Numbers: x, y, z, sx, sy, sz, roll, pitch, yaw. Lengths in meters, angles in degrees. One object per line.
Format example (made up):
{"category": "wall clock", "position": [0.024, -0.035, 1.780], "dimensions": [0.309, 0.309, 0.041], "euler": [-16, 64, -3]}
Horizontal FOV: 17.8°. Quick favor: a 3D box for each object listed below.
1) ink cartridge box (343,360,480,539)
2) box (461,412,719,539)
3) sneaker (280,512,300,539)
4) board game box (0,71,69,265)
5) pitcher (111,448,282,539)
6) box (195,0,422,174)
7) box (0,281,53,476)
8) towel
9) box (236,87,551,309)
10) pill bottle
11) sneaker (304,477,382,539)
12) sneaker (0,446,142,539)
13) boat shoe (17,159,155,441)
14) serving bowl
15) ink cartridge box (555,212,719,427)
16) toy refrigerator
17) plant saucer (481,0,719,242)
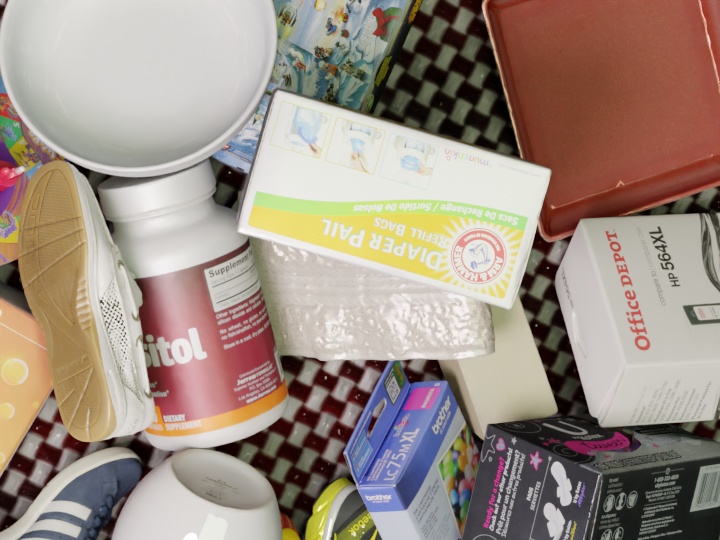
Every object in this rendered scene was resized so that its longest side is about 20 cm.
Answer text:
{"category": "ink cartridge box", "position": [0.056, 0.173, 1.757], "dimensions": [0.200, 0.042, 0.119], "euler": [63, 37, -29]}
{"category": "box", "position": [0.181, 0.185, 1.764], "dimensions": [0.200, 0.114, 0.133], "euler": [-2, 108, -51]}
{"category": "sneaker", "position": [-0.119, 0.269, 1.768], "dimensions": [0.073, 0.077, 0.200], "euler": [33, 92, -19]}
{"category": "board game box", "position": [-0.275, -0.104, 1.633], "dimensions": [0.200, 0.039, 0.158], "euler": [56, 46, -17]}
{"category": "pitcher", "position": [-0.108, 0.244, 1.683], "dimensions": [0.171, 0.121, 0.201], "euler": [20, 112, -1]}
{"category": "box", "position": [-0.045, -0.163, 1.695], "dimensions": [0.137, 0.040, 0.201], "euler": [26, 94, 16]}
{"category": "box", "position": [-0.311, 0.098, 1.675], "dimensions": [0.124, 0.097, 0.200], "euler": [30, 91, -18]}
{"category": "towel", "position": [0.000, 0.000, 1.720], "dimensions": [0.199, 0.034, 0.133], "euler": [-1, 105, 21]}
{"category": "box", "position": [0.022, -0.052, 1.609], "dimensions": [0.199, 0.112, 0.102], "euler": [16, 95, -5]}
{"category": "pill bottle", "position": [-0.128, 0.023, 1.702], "dimensions": [0.113, 0.113, 0.201], "euler": [-17, 103, -11]}
{"category": "sneaker", "position": [-0.004, 0.265, 1.781], "dimensions": [0.074, 0.084, 0.201], "euler": [-10, 107, -58]}
{"category": "sneaker", "position": [-0.219, 0.212, 1.695], "dimensions": [0.084, 0.075, 0.200], "euler": [36, 56, 21]}
{"category": "boat shoe", "position": [-0.189, 0.021, 1.629], "dimensions": [0.069, 0.071, 0.201], "euler": [-1, 77, -50]}
{"category": "serving bowl", "position": [-0.156, -0.156, 1.662], "dimensions": [0.199, 0.066, 0.201], "euler": [-1, 75, 4]}
{"category": "ink cartridge box", "position": [0.268, 0.035, 1.786], "dimensions": [0.199, 0.146, 0.084], "euler": [-3, 144, -15]}
{"category": "toy refrigerator", "position": [0.086, 0.022, 1.778], "dimensions": [0.070, 0.076, 0.201], "euler": [-23, 104, -10]}
{"category": "plant saucer", "position": [0.204, -0.147, 1.799], "dimensions": [0.199, 0.037, 0.201], "euler": [-18, 103, -11]}
